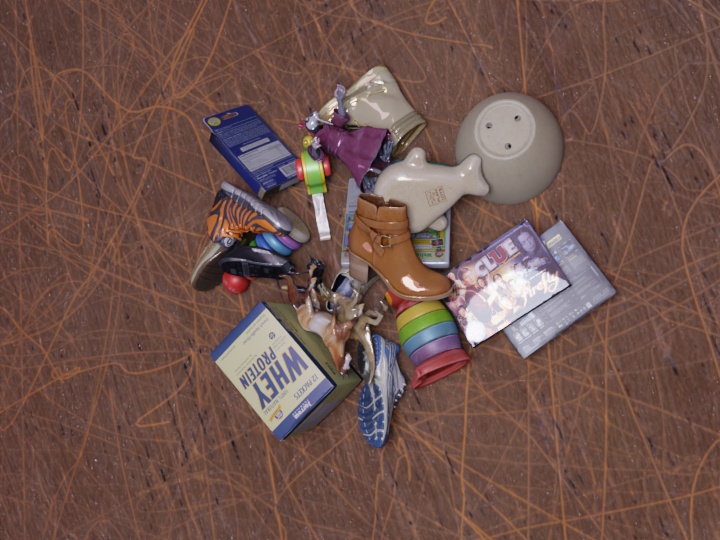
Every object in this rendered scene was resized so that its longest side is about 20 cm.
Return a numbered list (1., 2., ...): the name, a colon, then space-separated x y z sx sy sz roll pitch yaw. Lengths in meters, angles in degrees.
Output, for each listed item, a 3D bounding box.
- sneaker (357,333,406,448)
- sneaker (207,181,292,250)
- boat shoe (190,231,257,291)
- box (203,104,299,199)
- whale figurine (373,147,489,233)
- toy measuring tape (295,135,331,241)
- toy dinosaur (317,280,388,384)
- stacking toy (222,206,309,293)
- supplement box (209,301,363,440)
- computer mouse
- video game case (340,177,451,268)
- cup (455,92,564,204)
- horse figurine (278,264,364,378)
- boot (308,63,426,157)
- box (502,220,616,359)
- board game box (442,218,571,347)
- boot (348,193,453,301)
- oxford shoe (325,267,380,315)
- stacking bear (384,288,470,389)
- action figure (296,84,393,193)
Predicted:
1. sneaker: 0.048 0.218 1.260 0.077 0.084 0.203 -18 67 51
2. sneaker: -0.211 -0.080 1.294 0.199 0.077 0.113 32 97 39
3. boat shoe: -0.276 -0.050 1.393 0.200 0.072 0.076 -48 55 3
4. box: -0.208 -0.236 1.361 0.200 0.121 0.032 49 140 13
5. whale figurine: 0.121 -0.148 1.214 0.198 0.104 0.160 -18 116 14
6. toy measuring tape: -0.084 -0.158 1.326 0.073 0.074 0.203 -9 92 14
7. toy dinosaur: 0.003 0.092 1.246 0.101 0.058 0.201 -40 74 25
8. stacking toy: -0.193 -0.027 1.360 0.200 0.085 0.086 -44 76 14
9. supplement box: -0.127 0.176 1.257 0.134 0.200 0.200 -45 76 7
10. computer mouse: -0.162 -0.004 1.313 0.197 0.141 0.047 4 66 2
11. video game case: 0.068 -0.090 1.283 0.197 0.022 0.184 0 65 11
12. cup: 0.256 -0.227 1.216 0.197 0.143 0.203 -1 86 15
13. horse figurine: -0.068 0.078 1.225 0.199 0.050 0.134 35 125 31
14. boot: 0.011 -0.272 1.325 0.199 0.073 0.156 -37 79 7
15. box: 0.321 0.035 1.225 0.199 0.051 0.158 -38 77 10
16. board game box: 0.243 0.023 1.205 0.199 0.035 0.136 -35 75 12
17. boot: 0.070 -0.040 1.175 0.197 0.074 0.157 14 119 13
18. oxford shoe: 0.000 0.000 1.302 0.070 0.074 0.202 28 93 16
19. stacking bear: 0.108 0.092 1.252 0.112 0.122 0.202 -21 70 -8
20. action figure: -0.028 -0.235 1.278 0.199 0.149 0.134 31 73 25
